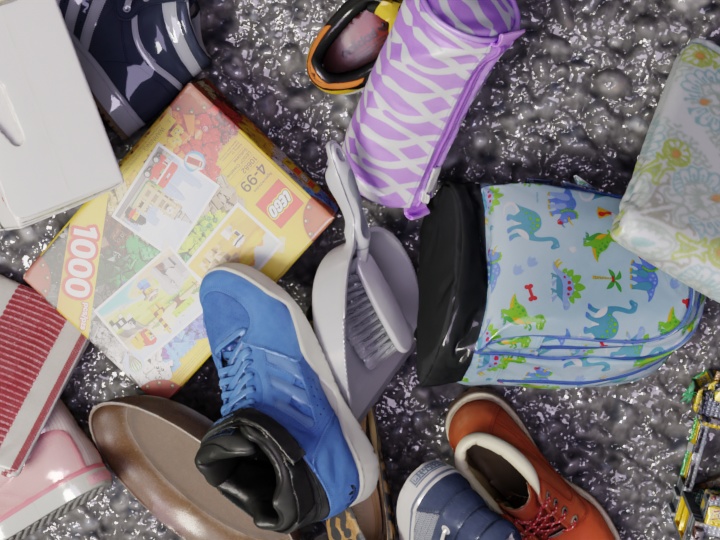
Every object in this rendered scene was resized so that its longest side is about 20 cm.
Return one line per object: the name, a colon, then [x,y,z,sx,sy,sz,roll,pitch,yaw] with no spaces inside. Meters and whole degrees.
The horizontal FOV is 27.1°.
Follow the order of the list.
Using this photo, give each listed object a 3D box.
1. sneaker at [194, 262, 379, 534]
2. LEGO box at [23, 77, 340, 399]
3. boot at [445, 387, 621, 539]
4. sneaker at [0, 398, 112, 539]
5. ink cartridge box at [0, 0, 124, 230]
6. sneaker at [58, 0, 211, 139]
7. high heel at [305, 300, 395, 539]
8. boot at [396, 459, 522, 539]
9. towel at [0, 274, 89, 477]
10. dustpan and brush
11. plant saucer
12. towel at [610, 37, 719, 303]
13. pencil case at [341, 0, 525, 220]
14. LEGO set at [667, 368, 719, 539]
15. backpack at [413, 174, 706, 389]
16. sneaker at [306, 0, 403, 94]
sneaker: [-0.078,0.089,1.046,0.077,0.111,0.201,-40,76,41]
LEGO box: [-0.135,-0.023,1.150,0.149,0.077,0.200,42,101,-3]
boot: [0.136,0.189,1.154,0.075,0.107,0.200,-40,97,9]
sneaker: [-0.300,0.171,1.207,0.199,0.075,0.105,-31,83,16]
ink cartridge box: [-0.249,-0.110,1.075,0.082,0.200,0.148,-22,99,-19]
sneaker: [-0.192,-0.211,1.126,0.108,0.070,0.201,-34,91,3]
high heel: [-0.004,0.118,1.129,0.071,0.142,0.203,-5,107,-21]
boot: [0.078,0.236,1.130,0.072,0.090,0.201,-36,141,-22]
towel: [-0.324,0.061,1.170,0.198,0.023,0.145,23,68,5]
dustpan and brush: [0.000,0.000,1.093,0.057,0.140,0.202,-12,113,33]
plant saucer: [-0.122,0.162,1.150,0.200,0.200,0.032,41,61,-3]
towel: [0.279,-0.058,1.071,0.170,0.048,0.201,27,58,-2]
pencil case: [0.047,-0.125,1.062,0.083,0.201,0.086,-17,60,-28]
LEGO set: [0.324,0.165,1.126,0.198,0.116,0.155,22,102,0]
backpack: [0.153,0.013,1.101,0.198,0.154,0.165,15,61,-16]
sneaker: [0.043,-0.196,1.096,0.199,0.090,0.070,-37,96,11]
